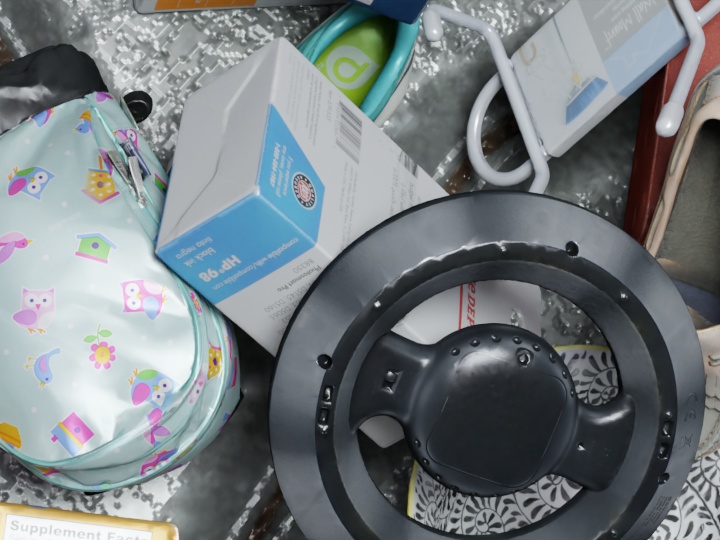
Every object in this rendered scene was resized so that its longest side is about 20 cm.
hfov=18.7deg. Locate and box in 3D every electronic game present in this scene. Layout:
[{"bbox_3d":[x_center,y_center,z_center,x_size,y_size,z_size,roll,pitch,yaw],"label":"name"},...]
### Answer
[{"bbox_3d":[0.057,0.062,0.976,0.200,0.042,0.200,-2,104,-10],"label":"electronic game"}]

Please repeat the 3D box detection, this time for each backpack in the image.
[{"bbox_3d":[-0.145,0.012,1.026,0.167,0.127,0.200,-33,81,5],"label":"backpack"}]

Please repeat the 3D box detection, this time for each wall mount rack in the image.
[{"bbox_3d":[0.104,-0.094,1.060,0.075,0.200,0.174,13,48,-39],"label":"wall mount rack"}]

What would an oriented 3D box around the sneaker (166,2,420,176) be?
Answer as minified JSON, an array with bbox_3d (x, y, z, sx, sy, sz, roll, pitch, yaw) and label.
[{"bbox_3d":[-0.039,-0.070,1.111,0.077,0.080,0.200,37,73,-3],"label":"sneaker"}]

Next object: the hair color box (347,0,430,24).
[{"bbox_3d":[0.015,-0.232,1.064,0.100,0.061,0.200,20,73,-8],"label":"hair color box"}]

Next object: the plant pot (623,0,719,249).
[{"bbox_3d":[0.231,-0.054,1.120,0.176,0.200,0.200,9,75,2],"label":"plant pot"}]

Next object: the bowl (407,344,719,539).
[{"bbox_3d":[0.110,0.146,1.081,0.201,0.094,0.201,6,60,-11],"label":"bowl"}]

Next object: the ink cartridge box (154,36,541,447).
[{"bbox_3d":[0.000,0.000,1.035,0.200,0.067,0.116,42,33,-29],"label":"ink cartridge box"}]

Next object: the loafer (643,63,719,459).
[{"bbox_3d":[0.155,0.002,1.009,0.072,0.063,0.200,17,116,22],"label":"loafer"}]

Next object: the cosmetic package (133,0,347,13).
[{"bbox_3d":[-0.016,-0.185,1.131,0.200,0.101,0.071,-5,79,-13],"label":"cosmetic package"}]

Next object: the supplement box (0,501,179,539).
[{"bbox_3d":[-0.189,0.143,1.037,0.200,0.067,0.069,11,73,-11],"label":"supplement box"}]
